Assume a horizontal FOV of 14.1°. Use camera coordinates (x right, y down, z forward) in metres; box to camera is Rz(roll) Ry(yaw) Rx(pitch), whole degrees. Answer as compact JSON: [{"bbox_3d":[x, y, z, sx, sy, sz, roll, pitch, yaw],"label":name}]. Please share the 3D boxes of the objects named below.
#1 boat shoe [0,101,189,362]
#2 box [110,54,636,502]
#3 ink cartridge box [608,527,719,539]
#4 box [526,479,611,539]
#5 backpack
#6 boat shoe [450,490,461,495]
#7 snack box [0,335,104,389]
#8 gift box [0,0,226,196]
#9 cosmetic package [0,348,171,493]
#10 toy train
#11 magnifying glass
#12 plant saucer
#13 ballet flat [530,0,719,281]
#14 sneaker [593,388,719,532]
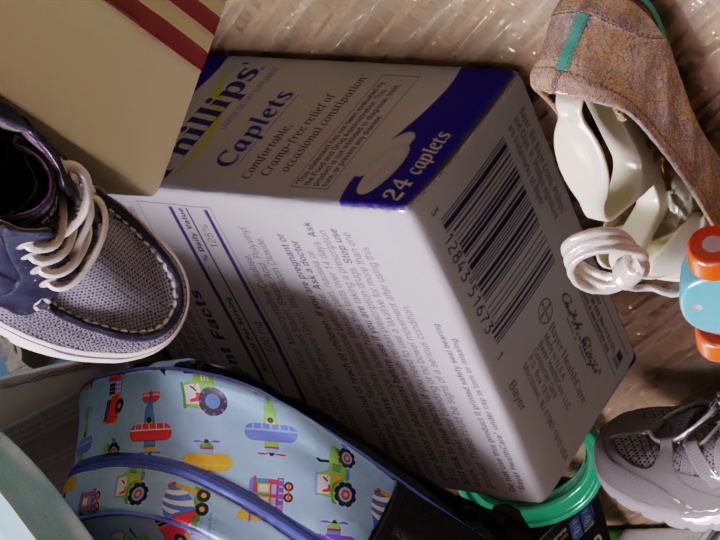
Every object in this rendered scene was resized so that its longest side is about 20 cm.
[{"bbox_3d":[-0.129,-0.015,1.141,0.200,0.075,0.093,27,166,-36],"label":"boat shoe"},{"bbox_3d":[0.000,0.000,1.360,0.200,0.105,0.184,6,135,37],"label":"box"},{"bbox_3d":[0.175,0.216,1.563,0.083,0.147,0.200,44,149,-27],"label":"ink cartridge box"},{"bbox_3d":[0.019,0.176,1.583,0.160,0.200,0.049,3,120,39],"label":"box"},{"bbox_3d":[-0.051,0.131,1.337,0.200,0.135,0.183,36,156,-24],"label":"backpack"},{"bbox_3d":[-0.021,0.064,1.564,0.200,0.074,0.076,52,167,-2],"label":"boat shoe"},{"bbox_3d":[-0.183,-0.044,1.335,0.037,0.116,0.200,-22,83,44],"label":"snack box"},{"bbox_3d":[-0.173,-0.154,1.206,0.184,0.200,0.187,-1,157,39],"label":"gift box"},{"bbox_3d":[-0.119,0.093,1.475,0.107,0.090,0.200,-26,139,10],"label":"cosmetic package"},{"bbox_3d":[0.184,-0.037,1.178,0.150,0.056,0.200,33,137,-27],"label":"toy train"},{"bbox_3d":[0.071,0.062,1.500,0.080,0.022,0.200,-18,133,8],"label":"magnifying glass"},{"bbox_3d":[-0.141,0.142,1.321,0.200,0.027,0.200,48,159,25],"label":"plant saucer"},{"bbox_3d":[0.119,-0.038,1.247,0.068,0.067,0.200,8,148,37],"label":"ballet flat"},{"bbox_3d":[0.195,0.073,1.391,0.200,0.075,0.082,-5,125,38],"label":"sneaker"}]
